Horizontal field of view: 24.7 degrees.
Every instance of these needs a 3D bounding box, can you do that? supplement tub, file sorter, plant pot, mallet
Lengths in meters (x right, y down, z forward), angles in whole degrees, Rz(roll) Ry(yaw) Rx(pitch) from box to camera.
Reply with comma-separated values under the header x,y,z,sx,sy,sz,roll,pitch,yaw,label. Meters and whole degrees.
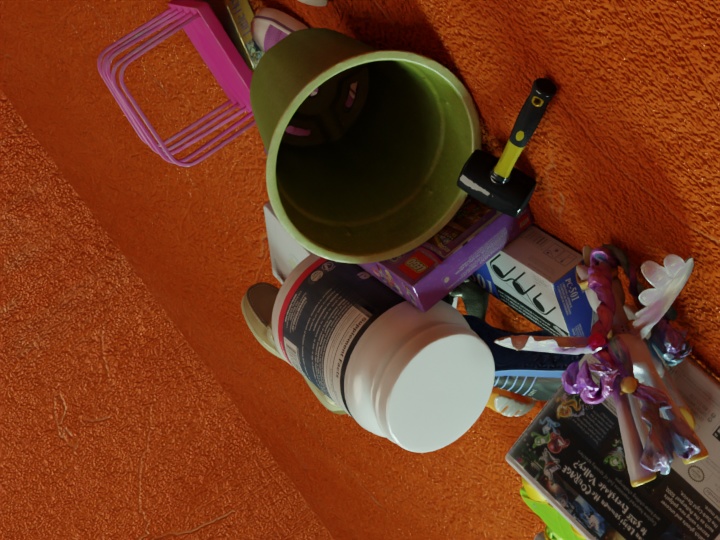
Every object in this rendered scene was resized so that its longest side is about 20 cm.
x,y,z,sx,sy,sz,roll,pitch,yaw,label
0.019,0.071,1.563,0.200,0.140,0.140,36,159,47,supplement tub
-0.195,-0.199,1.771,0.139,0.125,0.200,58,173,-17,file sorter
-0.017,-0.137,1.507,0.200,0.200,0.190,61,176,-34,plant pot
0.138,-0.100,1.372,0.066,0.041,0.200,32,157,-3,mallet

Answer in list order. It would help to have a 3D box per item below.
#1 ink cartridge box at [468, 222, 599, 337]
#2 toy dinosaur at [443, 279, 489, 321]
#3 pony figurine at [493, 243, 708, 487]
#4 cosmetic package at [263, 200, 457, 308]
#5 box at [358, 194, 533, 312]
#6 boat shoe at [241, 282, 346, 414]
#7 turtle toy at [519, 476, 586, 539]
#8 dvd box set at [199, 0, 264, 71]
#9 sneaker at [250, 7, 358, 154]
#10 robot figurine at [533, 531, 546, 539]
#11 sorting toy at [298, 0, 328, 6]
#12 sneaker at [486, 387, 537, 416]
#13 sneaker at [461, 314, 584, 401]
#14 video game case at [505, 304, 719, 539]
x,y,z,sx,sy,sz,roll,pitch,yaw,label
0.143,-0.009,1.557,0.200,0.044,0.094,37,158,46,ink cartridge box
0.080,-0.005,1.682,0.200,0.102,0.077,36,160,27,toy dinosaur
0.211,0.069,1.332,0.193,0.166,0.200,7,-119,-76,pony figurine
0.000,0.000,1.865,0.200,0.123,0.199,48,165,18,cosmetic package
0.047,-0.055,1.552,0.200,0.137,0.039,37,160,46,box
-0.061,0.073,1.865,0.200,0.074,0.066,42,151,26,boat shoe
0.239,0.244,1.773,0.200,0.101,0.146,38,160,43,turtle toy
-0.175,-0.321,1.785,0.146,0.029,0.200,38,160,42,dvd box set
-0.071,-0.176,1.663,0.200,0.114,0.073,46,167,23,sneaker
0.274,0.362,1.932,0.170,0.113,0.200,42,171,-27,robot figurine
-0.101,-0.310,1.512,0.200,0.107,0.180,44,-177,26,sorting toy
0.116,0.099,1.748,0.200,0.078,0.077,28,-160,-48,sneaker
0.147,0.093,1.620,0.200,0.070,0.078,5,150,29,sneaker
0.248,0.161,1.423,0.200,0.182,0.023,44,-163,26,video game case
